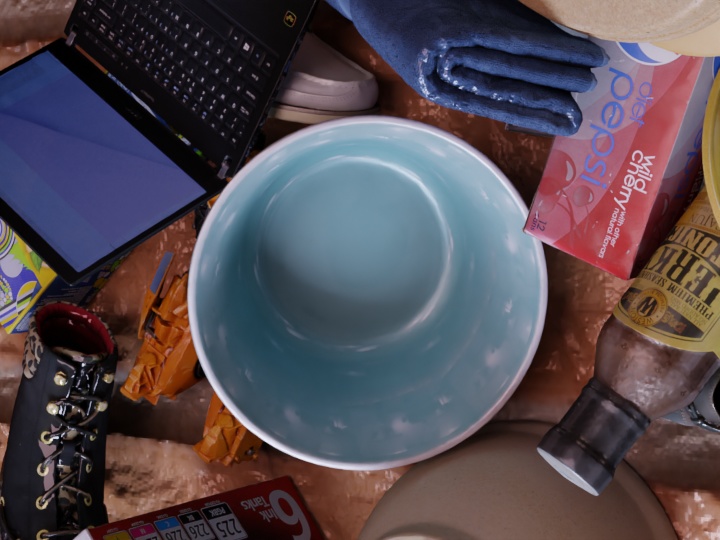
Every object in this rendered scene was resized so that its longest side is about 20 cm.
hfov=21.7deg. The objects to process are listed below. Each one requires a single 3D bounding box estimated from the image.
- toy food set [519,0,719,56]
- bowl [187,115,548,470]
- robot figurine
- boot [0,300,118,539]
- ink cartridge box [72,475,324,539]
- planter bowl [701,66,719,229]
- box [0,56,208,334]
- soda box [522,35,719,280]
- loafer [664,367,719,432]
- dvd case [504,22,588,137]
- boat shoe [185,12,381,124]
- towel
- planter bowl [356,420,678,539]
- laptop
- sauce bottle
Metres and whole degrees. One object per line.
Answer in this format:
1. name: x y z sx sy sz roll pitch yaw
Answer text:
1. toy food set: 0.114 -0.196 0.882 0.199 0.049 0.199 25 140 25
2. bowl: 0.000 0.000 1.070 0.199 0.105 0.203 -2 107 -5
3. robot figurine: -0.071 0.014 1.174 0.145 0.058 0.201 34 113 25
4. boot: -0.189 0.129 1.199 0.204 0.073 0.155 -121 39 -55
5. ink cartridge box: -0.081 0.230 1.117 0.084 0.199 0.176 -40 73 28
6. planter bowl: 0.260 -0.068 0.888 0.199 0.083 0.202 -2 81 13
7. box: -0.176 -0.049 1.235 0.200 0.064 0.070 -46 70 27
8. soda box: 0.156 -0.100 0.985 0.070 0.063 0.201 26 110 27
9. loafer: 0.210 0.056 0.989 0.199 0.063 0.073 10 100 32
10. dvd case: 0.155 -0.167 1.030 0.145 0.022 0.202 11 100 32
11. boat shoe: -0.069 -0.144 1.148 0.199 0.075 0.069 24 113 30
12. towel: 0.043 -0.138 1.000 0.200 0.111 0.049 54 129 56
13. planter bowl: 0.068 0.194 1.055 0.199 0.134 0.202 4 97 32
14. laptop: -0.147 -0.123 1.105 0.177 0.103 0.201 40 115 30
15. sauce bottle: 0.166 0.025 0.966 0.065 0.065 0.201 33 82 26
